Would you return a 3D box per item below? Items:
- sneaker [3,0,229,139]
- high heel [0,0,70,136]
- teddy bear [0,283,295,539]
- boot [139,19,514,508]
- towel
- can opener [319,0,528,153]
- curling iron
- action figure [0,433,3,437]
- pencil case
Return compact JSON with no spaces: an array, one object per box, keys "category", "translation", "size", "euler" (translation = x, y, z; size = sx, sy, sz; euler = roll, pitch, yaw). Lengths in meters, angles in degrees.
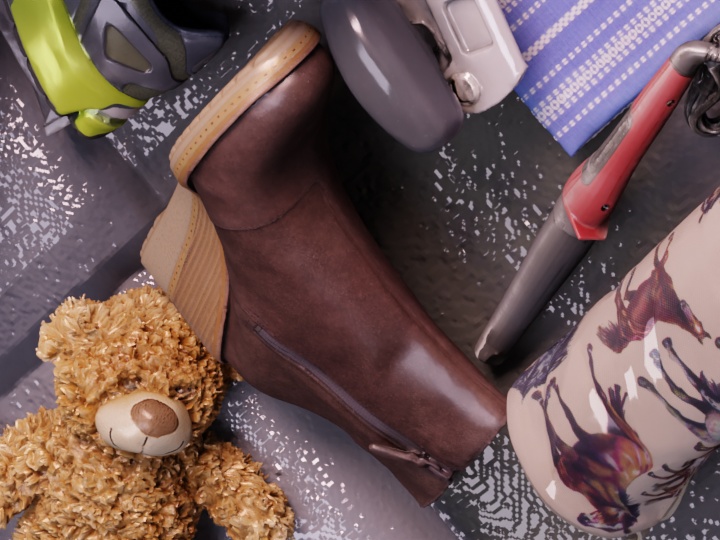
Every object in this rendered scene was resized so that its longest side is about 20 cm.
[{"category":"sneaker","translation":[-0.116,-0.158,1.185],"size":[0.081,0.074,0.200],"euler":[-21,104,21]},{"category":"high heel","translation":[-0.225,-0.087,1.233],"size":[0.200,0.071,0.143],"euler":[-29,103,0]},{"category":"teddy bear","translation":[-0.107,0.105,1.283],"size":[0.145,0.067,0.200],"euler":[34,119,-3]},{"category":"boot","translation":[0.000,0.000,1.164],"size":[0.166,0.072,0.200],"euler":[39,149,6]},{"category":"towel","translation":[0.058,-0.156,1.104],"size":[0.200,0.024,0.145],"euler":[49,128,1]},{"category":"can opener","translation":[-0.002,-0.141,1.095],"size":[0.053,0.067,0.200],"euler":[-16,107,36]},{"category":"curling iron","translation":[0.098,-0.022,1.138],"size":[0.050,0.026,0.200],"euler":[30,129,-11]},{"category":"action figure","translation":[-0.235,0.118,1.350],"size":[0.200,0.105,0.194],"euler":[10,130,16]},{"category":"pencil case","translation":[0.140,0.024,1.109],"size":[0.089,0.078,0.200],"euler":[49,127,6]}]
